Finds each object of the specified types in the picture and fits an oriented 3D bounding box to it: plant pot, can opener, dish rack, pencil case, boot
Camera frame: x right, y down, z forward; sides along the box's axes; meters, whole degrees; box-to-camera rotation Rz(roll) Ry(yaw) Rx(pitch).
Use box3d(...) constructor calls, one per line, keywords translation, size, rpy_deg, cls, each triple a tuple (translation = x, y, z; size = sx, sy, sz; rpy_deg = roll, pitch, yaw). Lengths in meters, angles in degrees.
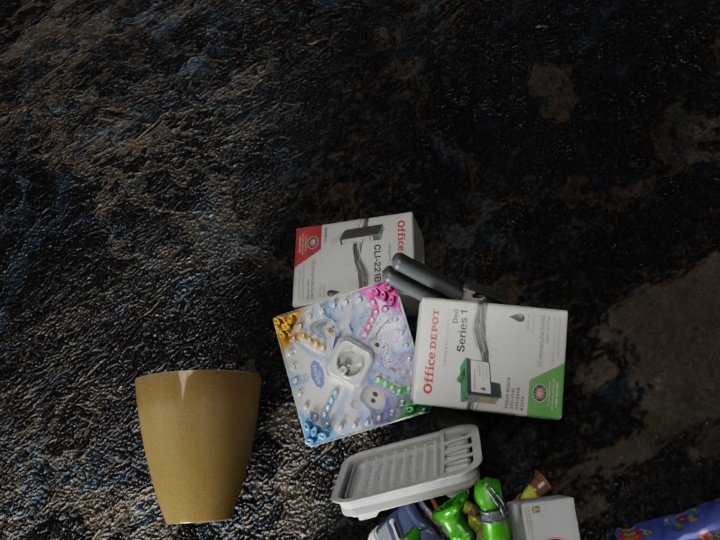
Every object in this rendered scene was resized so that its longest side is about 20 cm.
box3d(translation=(-0.232, 0.257, 1.071), size=(0.184, 0.186, 0.203), rpy_deg=(-8, 74, 13), cls="plant pot")
box3d(translation=(0.124, 0.032, 1.087), size=(0.053, 0.198, 0.067), rpy_deg=(-56, 19, 26), cls="can opener")
box3d(translation=(0.067, 0.269, 0.979), size=(0.198, 0.172, 0.044), rpy_deg=(-16, 96, 8), cls="dish rack")
box3d(translation=(0.400, 0.315, 0.876), size=(0.198, 0.087, 0.079), rpy_deg=(-23, 88, 4), cls="pencil case")
box3d(translation=(0.091, 0.385, 0.927), size=(0.091, 0.072, 0.200), rpy_deg=(-50, 56, 15), cls="boot")

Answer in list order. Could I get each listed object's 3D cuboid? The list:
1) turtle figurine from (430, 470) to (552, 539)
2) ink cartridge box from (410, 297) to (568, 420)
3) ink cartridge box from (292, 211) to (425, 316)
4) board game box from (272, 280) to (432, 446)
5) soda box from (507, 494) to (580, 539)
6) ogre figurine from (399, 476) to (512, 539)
box3d(translation=(0.182, 0.328, 0.947), size=(0.161, 0.065, 0.201), rpy_deg=(-35, 57, -3), cls="turtle figurine")
box3d(translation=(0.172, 0.120, 1.010), size=(0.197, 0.084, 0.148), rpy_deg=(5, 82, 5), cls="ink cartridge box")
box3d(translation=(0.000, 0.000, 1.176), size=(0.198, 0.084, 0.146), rpy_deg=(-7, 61, 13), cls="ink cartridge box")
box3d(translation=(-0.016, 0.136, 1.089), size=(0.198, 0.026, 0.202), rpy_deg=(-18, 82, 11), cls="board game box")
box3d(translation=(0.227, 0.372, 0.869), size=(0.067, 0.064, 0.203), rpy_deg=(-5, 77, -6), cls="soda box")
box3d(translation=(0.109, 0.343, 0.863), size=(0.199, 0.098, 0.120), rpy_deg=(-38, 81, -8), cls="ogre figurine")
